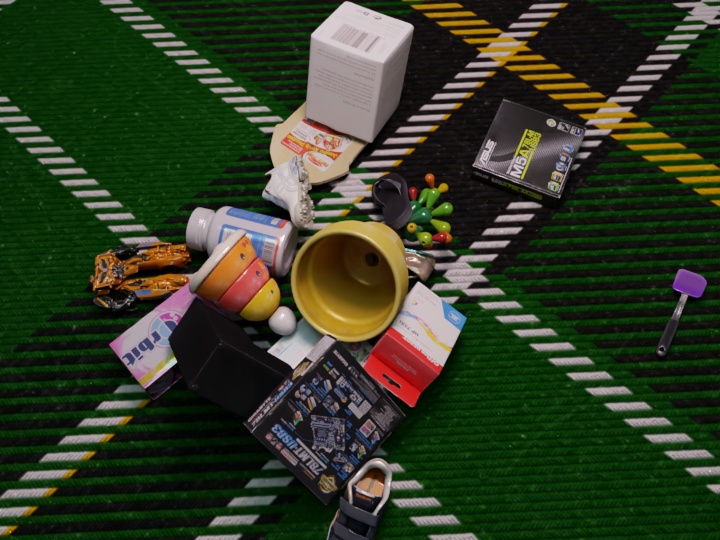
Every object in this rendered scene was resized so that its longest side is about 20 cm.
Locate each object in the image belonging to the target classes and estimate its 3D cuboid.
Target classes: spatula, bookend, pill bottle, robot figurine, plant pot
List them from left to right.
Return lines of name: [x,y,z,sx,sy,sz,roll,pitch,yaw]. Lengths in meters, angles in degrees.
robot figurine: [-0.429,0.004,1.355,0.197,0.058,0.147,-6,62,-3]
bookend: [-0.207,0.161,1.188,0.093,0.198,0.200,-54,31,1]
pill bottle: [-0.230,-0.061,1.357,0.198,0.113,0.113,15,64,8]
plant pot: [0.000,0.000,1.250,0.199,0.203,0.189,21,23,11]
spatula: [0.601,0.080,1.322,0.056,0.021,0.201,22,67,25]

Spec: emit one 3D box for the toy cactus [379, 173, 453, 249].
toy cactus: [0.101,-0.102,1.375,0.163,0.103,0.201,-18,41,16]

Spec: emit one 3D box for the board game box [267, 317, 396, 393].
board game box: [-0.049,0.175,1.262,0.147,0.064,0.200,-42,68,-17]

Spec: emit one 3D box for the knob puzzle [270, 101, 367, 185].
knob puzzle: [-0.106,-0.254,1.498,0.216,0.031,0.222,0,63,0]

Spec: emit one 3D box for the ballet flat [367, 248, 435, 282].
ballet flat: [0.046,-0.023,1.363,0.198,0.068,0.068,16,89,11]

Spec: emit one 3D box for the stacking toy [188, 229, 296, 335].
stacking toy: [-0.191,0.039,1.247,0.200,0.146,0.147,41,68,-7]

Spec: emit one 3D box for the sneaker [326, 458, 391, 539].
sneaker: [-0.005,0.401,1.139,0.078,0.080,0.202,18,66,8]

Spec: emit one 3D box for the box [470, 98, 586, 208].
box: [0.356,-0.252,1.482,0.191,0.048,0.201,24,65,10]

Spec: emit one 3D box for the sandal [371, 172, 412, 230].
sandal: [0.058,-0.149,1.376,0.076,0.043,0.201,-45,26,11]

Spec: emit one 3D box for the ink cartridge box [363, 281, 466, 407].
ink cartridge box: [0.097,0.127,1.226,0.116,0.067,0.200,36,43,0]

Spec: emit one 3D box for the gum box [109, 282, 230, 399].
gum box: [-0.341,0.123,1.289,0.200,0.066,0.113,-41,68,-18]

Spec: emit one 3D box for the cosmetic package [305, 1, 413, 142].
cosmetic package: [-0.005,-0.414,1.464,0.163,0.201,0.166,24,50,11]

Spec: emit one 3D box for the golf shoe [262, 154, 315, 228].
golf shoe: [-0.144,-0.142,1.374,0.096,0.079,0.201,-16,39,4]

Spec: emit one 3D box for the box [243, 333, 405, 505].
box: [-0.054,0.243,1.138,0.199,0.050,0.200,-46,114,-12]
